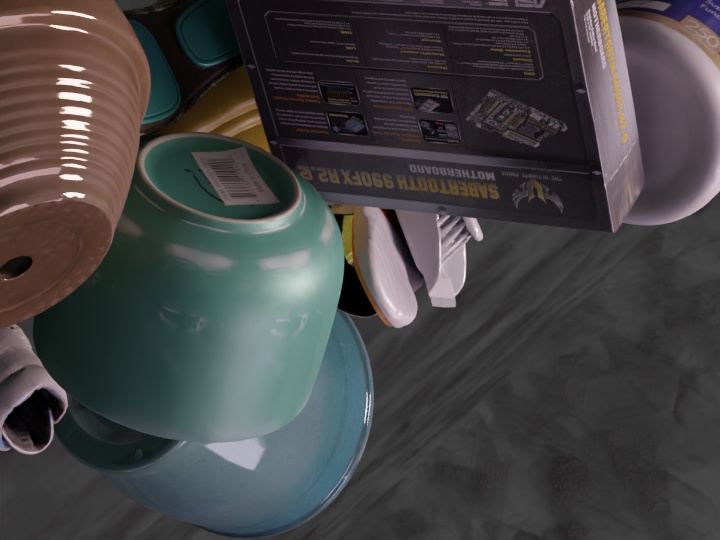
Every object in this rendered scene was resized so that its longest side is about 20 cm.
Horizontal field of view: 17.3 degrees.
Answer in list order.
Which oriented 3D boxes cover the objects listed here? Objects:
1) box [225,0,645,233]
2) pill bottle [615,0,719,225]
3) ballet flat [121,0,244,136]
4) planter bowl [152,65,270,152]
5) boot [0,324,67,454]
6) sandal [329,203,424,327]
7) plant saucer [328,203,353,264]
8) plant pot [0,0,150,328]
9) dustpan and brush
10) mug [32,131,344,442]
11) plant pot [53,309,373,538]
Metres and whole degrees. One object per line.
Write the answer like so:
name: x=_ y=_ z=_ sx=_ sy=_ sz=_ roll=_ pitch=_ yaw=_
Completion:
box: x=0.037 y=-0.103 z=1.216 sx=0.048 sy=0.200 sz=0.159 roll=-56 pitch=142 yaw=-41
pill bottle: x=0.184 y=-0.113 z=1.305 sx=0.116 sy=0.116 sz=0.200 roll=-49 pitch=175 yaw=38
ballet flat: x=-0.112 y=-0.109 z=1.254 sx=0.075 sy=0.068 sz=0.200 roll=-23 pitch=-173 yaw=46
planter bowl: x=-0.082 y=-0.036 z=1.383 sx=0.200 sy=0.083 sz=0.200 roll=-34 pitch=160 yaw=-14
boot: x=-0.219 y=0.074 z=1.381 sx=0.074 sy=0.096 sz=0.200 roll=-37 pitch=169 yaw=-14
sandal: x=-0.004 y=-0.007 z=1.428 sx=0.059 sy=0.079 sz=0.207 roll=-24 pitch=-170 yaw=9
plant saucer: x=-0.017 y=-0.046 z=1.598 sx=0.200 sy=0.048 sz=0.200 roll=-45 pitch=168 yaw=25
plant pot: x=-0.176 y=-0.037 z=1.085 sx=0.201 sy=0.093 sz=0.201 roll=-25 pitch=153 yaw=-14
dustpan and brush: x=0.040 y=-0.080 z=1.473 sx=0.057 sy=0.200 sz=0.140 roll=-22 pitch=176 yaw=8
mug: x=-0.099 y=-0.008 z=1.225 sx=0.152 sy=0.185 sz=0.115 roll=-56 pitch=166 yaw=-58
plant pot: x=-0.120 y=0.082 z=1.666 sx=0.200 sy=0.200 sz=0.188 roll=-43 pitch=155 yaw=13
